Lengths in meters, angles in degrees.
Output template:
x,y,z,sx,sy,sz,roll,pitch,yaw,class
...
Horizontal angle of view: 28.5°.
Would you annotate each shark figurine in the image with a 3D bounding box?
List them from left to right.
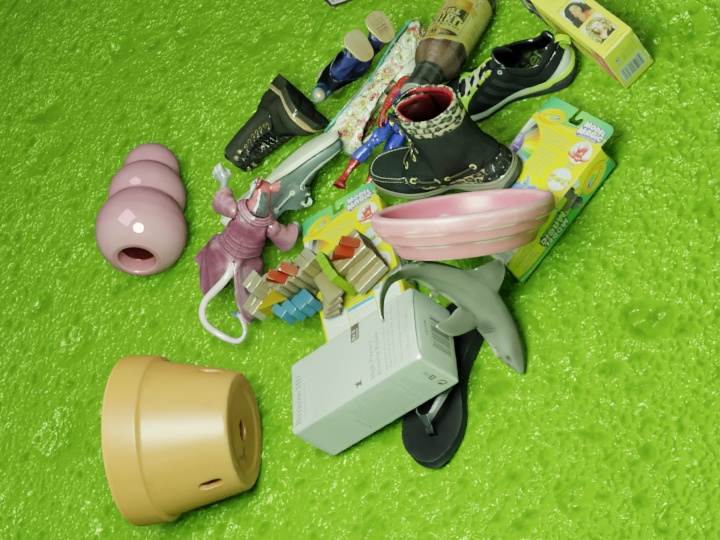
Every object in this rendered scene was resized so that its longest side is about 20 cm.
x,y,z,sx,sy,sz,roll,pitch,yaw,class
0.108,0.013,1.535,0.089,0.214,0.129,-39,37,37,shark figurine

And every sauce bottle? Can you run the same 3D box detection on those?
x,y,z,sx,sy,sz,roll,pitch,yaw,class
0.107,-0.278,1.759,0.064,0.065,0.200,-1,44,34,sauce bottle

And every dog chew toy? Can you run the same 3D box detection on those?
x,y,z,sx,sy,sz,roll,pitch,yaw,class
-0.291,-0.092,1.929,0.124,0.125,0.201,-18,47,25,dog chew toy

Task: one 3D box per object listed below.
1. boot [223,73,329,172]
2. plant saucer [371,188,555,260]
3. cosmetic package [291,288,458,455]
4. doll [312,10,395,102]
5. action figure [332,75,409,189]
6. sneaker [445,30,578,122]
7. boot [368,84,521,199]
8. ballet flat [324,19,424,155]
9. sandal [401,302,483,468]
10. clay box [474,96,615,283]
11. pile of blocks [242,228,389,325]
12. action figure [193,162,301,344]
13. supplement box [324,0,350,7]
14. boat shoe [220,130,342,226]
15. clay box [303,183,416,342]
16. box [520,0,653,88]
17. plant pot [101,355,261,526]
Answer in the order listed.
x,y,z,sx,sy,sz,roll,pitch,yaw,class
-0.117,-0.173,1.861,0.138,0.077,0.200,-49,15,6,boot
0.113,-0.049,1.538,0.200,0.200,0.051,-1,101,34,plant saucer
0.012,0.116,1.593,0.200,0.074,0.102,-34,41,30,cosmetic package
-0.011,-0.269,1.824,0.136,0.049,0.200,-43,3,-21,doll
0.043,-0.177,1.784,0.201,0.065,0.052,-58,22,-7,action figure
0.167,-0.245,1.724,0.199,0.083,0.072,-20,54,24,sneaker
0.068,-0.151,1.634,0.203,0.154,0.074,2,62,38,boot
0.033,-0.227,1.829,0.064,0.076,0.200,37,92,11,ballet flat
0.087,0.122,1.591,0.076,0.043,0.201,0,64,34,sandal
0.204,-0.096,1.636,0.200,0.048,0.115,-51,46,-2,clay box
-0.066,0.014,1.665,0.199,0.062,0.082,-25,53,26,pile of blocks
-0.152,-0.037,1.749,0.133,0.201,0.149,25,40,1,action figure
0.022,-0.464,1.937,0.199,0.103,0.132,-14,57,26,supplement box
-0.091,-0.104,1.821,0.200,0.062,0.073,-37,13,21,boat shoe
0.000,0.000,1.709,0.115,0.048,0.201,-29,50,20,clay box
0.262,-0.299,1.699,0.050,0.075,0.200,-46,49,5,box
-0.201,0.193,1.663,0.139,0.200,0.201,-7,59,12,plant pot
